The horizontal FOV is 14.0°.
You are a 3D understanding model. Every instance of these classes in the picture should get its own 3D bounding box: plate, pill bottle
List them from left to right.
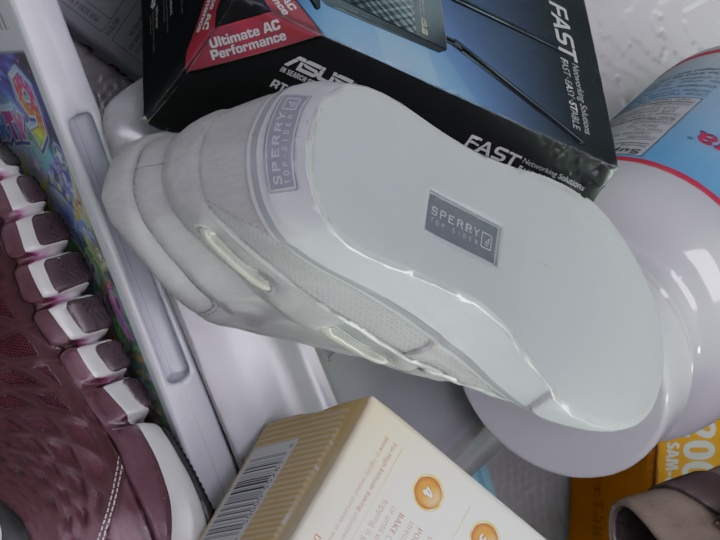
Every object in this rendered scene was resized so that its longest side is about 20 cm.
[{"bbox_3d":[0.000,0.000,1.046,0.200,0.032,0.200,-41,113,-57],"label":"plate"},{"bbox_3d":[0.115,-0.004,1.094,0.200,0.108,0.109,-41,112,-52],"label":"pill bottle"}]

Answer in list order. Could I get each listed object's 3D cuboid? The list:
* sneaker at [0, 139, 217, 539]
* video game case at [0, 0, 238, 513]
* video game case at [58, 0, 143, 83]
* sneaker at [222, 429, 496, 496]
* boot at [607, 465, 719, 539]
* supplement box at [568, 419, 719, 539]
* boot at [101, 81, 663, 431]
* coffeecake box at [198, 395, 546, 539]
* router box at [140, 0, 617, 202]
[{"bbox_3d":[-0.140,0.042,0.974,0.115,0.076,0.200,-25,72,-24],"label":"sneaker"},{"bbox_3d":[-0.105,-0.010,1.024,0.018,0.143,0.201,-25,103,-21],"label":"video game case"},{"bbox_3d":[-0.005,-0.133,1.128,0.182,0.023,0.200,37,78,-21],"label":"video game case"},{"bbox_3d":[0.004,0.067,1.130,0.082,0.074,0.201,-26,94,-62],"label":"sneaker"},{"bbox_3d":[0.158,0.084,1.061,0.146,0.200,0.070,-6,123,-18],"label":"boot"},{"bbox_3d":[0.187,0.107,1.198,0.199,0.073,0.127,0,94,-24],"label":"supplement box"},{"bbox_3d":[0.009,-0.002,0.943,0.200,0.095,0.074,34,60,-42],"label":"boot"},{"bbox_3d":[0.023,0.164,0.942,0.200,0.073,0.154,40,63,-18],"label":"coffeecake box"},{"bbox_3d":[0.002,-0.104,1.020,0.149,0.200,0.062,23,127,-24],"label":"router box"}]
